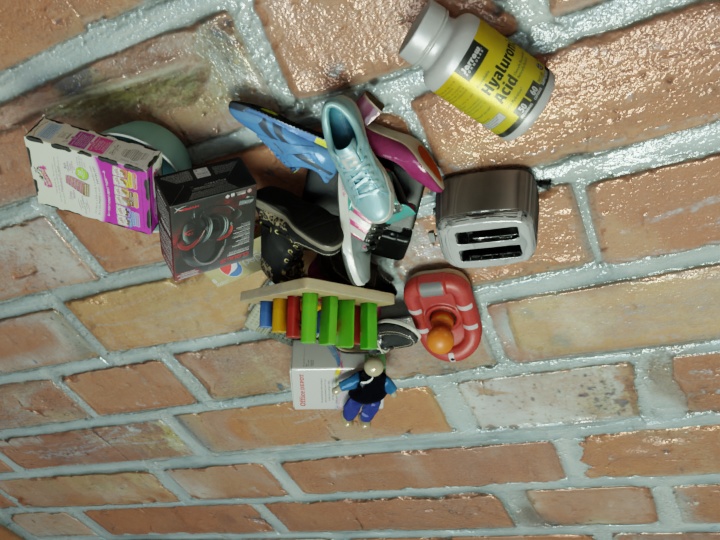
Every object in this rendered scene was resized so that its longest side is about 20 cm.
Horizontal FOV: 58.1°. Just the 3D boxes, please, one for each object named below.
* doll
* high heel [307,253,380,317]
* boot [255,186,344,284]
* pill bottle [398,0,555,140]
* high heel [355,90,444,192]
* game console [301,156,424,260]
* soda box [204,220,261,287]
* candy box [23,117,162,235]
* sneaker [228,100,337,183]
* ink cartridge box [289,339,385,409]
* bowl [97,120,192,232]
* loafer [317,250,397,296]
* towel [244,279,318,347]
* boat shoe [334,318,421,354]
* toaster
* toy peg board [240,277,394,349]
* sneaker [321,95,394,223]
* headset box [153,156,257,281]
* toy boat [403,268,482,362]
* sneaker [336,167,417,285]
[{"bbox_3d":[0.007,0.250,1.326,0.135,0.049,0.201,8,133,-11],"label":"doll"},{"bbox_3d":[-0.028,0.048,1.239,0.067,0.096,0.201,-17,125,28],"label":"high heel"},{"bbox_3d":[-0.106,-0.038,1.079,0.199,0.073,0.152,31,133,31],"label":"boot"},{"bbox_3d":[0.154,-0.274,0.880,0.199,0.112,0.111,29,133,-13],"label":"pill bottle"},{"bbox_3d":[0.042,-0.181,1.027,0.096,0.068,0.200,-39,99,28],"label":"high heel"},{"bbox_3d":[0.001,-0.115,1.135,0.198,0.118,0.176,15,164,2],"label":"game console"},{"bbox_3d":[-0.213,-0.038,1.233,0.198,0.064,0.068,-20,124,30],"label":"soda box"},{"bbox_3d":[-0.421,-0.150,1.042,0.198,0.061,0.137,16,135,0],"label":"candy box"},{"bbox_3d":[-0.126,-0.204,1.035,0.198,0.066,0.079,25,109,-5],"label":"sneaker"},{"bbox_3d":[-0.047,0.224,1.391,0.197,0.085,0.146,0,133,-2],"label":"ink cartridge box"},{"bbox_3d":[-0.371,-0.175,1.120,0.198,0.106,0.202,8,133,8],"label":"bowl"},{"bbox_3d":[0.000,0.000,1.189,0.071,0.074,0.199,-12,146,38],"label":"loafer"},{"bbox_3d":[-0.129,0.090,1.358,0.191,0.035,0.200,26,131,-14],"label":"towel"},{"bbox_3d":[0.028,0.135,1.261,0.199,0.061,0.074,0,138,41],"label":"boat shoe"},{"bbox_3d":[0.208,-0.082,1.031,0.198,0.130,0.114,-4,132,19],"label":"toaster"},{"bbox_3d":[-0.077,0.087,1.128,0.199,0.099,0.198,12,163,-40],"label":"toy peg board"},{"bbox_3d":[-0.013,-0.159,0.958,0.073,0.082,0.202,-23,96,21],"label":"sneaker"},{"bbox_3d":[-0.257,-0.077,1.088,0.147,0.075,0.201,-19,146,-27],"label":"headset box"},{"bbox_3d":[0.154,0.102,1.215,0.129,0.131,0.201,-7,130,22],"label":"toy boat"},{"bbox_3d":[0.032,-0.076,1.046,0.119,0.084,0.202,-2,102,15],"label":"sneaker"}]
